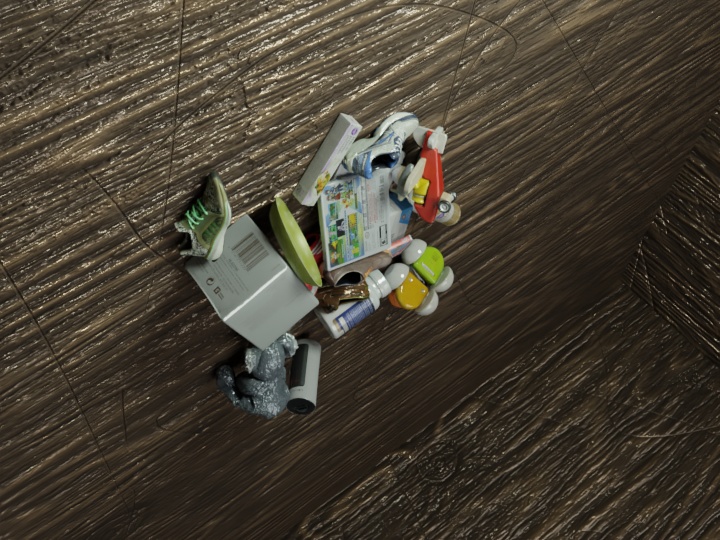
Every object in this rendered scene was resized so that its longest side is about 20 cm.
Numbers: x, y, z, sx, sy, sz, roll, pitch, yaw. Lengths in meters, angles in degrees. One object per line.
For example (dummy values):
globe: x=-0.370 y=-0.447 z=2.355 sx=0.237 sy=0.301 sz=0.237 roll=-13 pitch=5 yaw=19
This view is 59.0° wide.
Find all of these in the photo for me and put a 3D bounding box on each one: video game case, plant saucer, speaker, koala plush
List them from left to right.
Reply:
koala plush: x=-0.241 y=0.246 z=1.593 sx=0.176 sy=0.184 sz=0.201 roll=-15 pitch=138 yaw=-41
plant saucer: x=-0.136 y=-0.052 z=1.289 sx=0.031 sy=0.201 sz=0.200 roll=-25 pitch=152 yaw=4
speaker: x=-0.153 y=0.287 z=1.727 sx=0.080 sy=0.201 sz=0.082 roll=2 pitch=135 yaw=2
video game case: x=-0.011 y=-0.117 z=1.423 sx=0.181 sy=0.022 sz=0.202 roll=-21 pitch=122 yaw=-30
video game case: x=0.029 y=-0.027 z=1.635 sx=0.199 sy=0.018 sz=0.143 roll=-26 pitch=172 yaw=-15

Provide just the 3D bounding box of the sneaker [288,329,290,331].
sneaker: x=-0.210 y=0.114 z=1.542 sx=0.078 sy=0.082 sz=0.200 roll=-40 pitch=154 yaw=-4

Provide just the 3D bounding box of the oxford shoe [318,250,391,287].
oxford shoe: x=0.000 y=0.000 z=1.505 sx=0.199 sy=0.073 sz=0.072 roll=-16 pitch=140 yaw=-30

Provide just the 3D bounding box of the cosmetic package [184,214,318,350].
cosmetic package: x=-0.219 y=0.030 z=1.319 sx=0.166 sy=0.168 sz=0.200 roll=-40 pitch=151 yaw=-4

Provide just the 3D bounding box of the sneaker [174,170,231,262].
sneaker: x=-0.292 y=-0.091 z=1.165 sx=0.088 sy=0.077 sz=0.201 roll=-10 pitch=137 yaw=-32

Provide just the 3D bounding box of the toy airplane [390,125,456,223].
toy airplane: x=0.135 y=-0.229 z=1.441 sx=0.200 sy=0.140 sz=0.201 roll=38 pitch=56 yaw=-62

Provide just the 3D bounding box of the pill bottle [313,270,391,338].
pill bottle: x=-0.020 y=0.082 z=1.707 sx=0.199 sy=0.111 sz=0.111 roll=-36 pitch=152 yaw=-11

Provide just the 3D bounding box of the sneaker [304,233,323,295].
sneaker: x=-0.141 y=-0.005 z=1.490 sx=0.115 sy=0.078 sz=0.201 roll=22 pitch=101 yaw=-50

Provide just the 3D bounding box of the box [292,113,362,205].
box: x=-0.069 y=-0.221 z=1.291 sx=0.039 sy=0.041 sz=0.201 roll=0 pitch=130 yaw=-53

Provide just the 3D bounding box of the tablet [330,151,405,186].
tablet: x=0.011 y=-0.213 z=1.435 sx=0.199 sy=0.014 sz=0.131 roll=-11 pitch=139 yaw=-45

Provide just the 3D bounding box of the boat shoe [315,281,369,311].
boat shoe: x=-0.073 y=0.068 z=1.614 sx=0.198 sy=0.069 sz=0.072 roll=-18 pitch=168 yaw=-5

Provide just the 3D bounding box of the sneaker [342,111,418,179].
sneaker: x=0.060 y=-0.256 z=1.347 sx=0.200 sy=0.085 sz=0.077 roll=-40 pitch=150 yaw=-17

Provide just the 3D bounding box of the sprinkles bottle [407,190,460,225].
sprinkles bottle: x=0.197 y=-0.168 z=1.678 sx=0.068 sy=0.068 sz=0.199 roll=-50 pitch=152 yaw=16

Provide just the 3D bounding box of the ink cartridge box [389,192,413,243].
ink cartridge box: x=0.022 y=-0.105 z=1.542 sx=0.199 sy=0.068 sz=0.117 roll=-24 pitch=147 yaw=-31

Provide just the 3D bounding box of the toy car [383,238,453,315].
toy car: x=0.151 y=0.021 z=1.810 sx=0.201 sy=0.175 sz=0.150 roll=-54 pitch=-161 yaw=-17
